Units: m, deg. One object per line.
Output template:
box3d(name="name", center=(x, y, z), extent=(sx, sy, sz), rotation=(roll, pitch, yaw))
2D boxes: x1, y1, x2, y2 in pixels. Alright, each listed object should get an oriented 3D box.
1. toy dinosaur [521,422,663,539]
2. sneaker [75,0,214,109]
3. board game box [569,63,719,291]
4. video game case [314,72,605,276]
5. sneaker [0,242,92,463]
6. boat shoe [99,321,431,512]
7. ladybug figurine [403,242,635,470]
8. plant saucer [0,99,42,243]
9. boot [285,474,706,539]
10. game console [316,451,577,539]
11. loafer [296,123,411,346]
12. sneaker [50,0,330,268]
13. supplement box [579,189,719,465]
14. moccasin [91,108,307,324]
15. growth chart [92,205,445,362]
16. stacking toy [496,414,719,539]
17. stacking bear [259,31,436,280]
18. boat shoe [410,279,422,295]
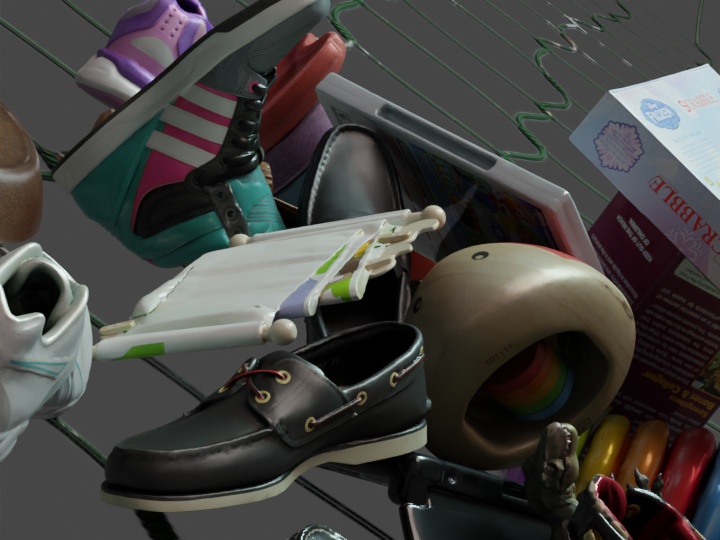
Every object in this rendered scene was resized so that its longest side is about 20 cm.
box3d(name="toy dinosaur", center=(0.144, 0.158, 1.252), extent=(0.088, 0.047, 0.201), rotation=(-34, 101, -38))
box3d(name="sneaker", center=(-0.129, -0.135, 1.553), extent=(0.080, 0.089, 0.200), rotation=(30, 0, -5))
box3d(name="board game box", center=(0.236, -0.034, 1.438), extent=(0.200, 0.041, 0.200), rotation=(47, 24, 12))
box3d(name="video game case", center=(0.066, -0.032, 1.418), extent=(0.199, 0.018, 0.144), rotation=(30, -22, 40))
box3d(name="sneaker", center=(-0.149, 0.026, 1.095), extent=(0.070, 0.080, 0.200), rotation=(34, 14, -4))
box3d(name="boat shoe", center=(-0.044, 0.068, 1.137), extent=(0.073, 0.064, 0.201), rotation=(12, 19, 42))
box3d(name="ladybug figurine", center=(0.081, 0.043, 1.321), extent=(0.072, 0.135, 0.200), rotation=(53, 1, 29))
box3d(name="plant saucer", center=(-0.249, -0.090, 1.302), extent=(0.200, 0.035, 0.200), rotation=(33, 16, -11))
box3d(name="boot", center=(0.069, 0.149, 1.067), extent=(0.200, 0.151, 0.073), rotation=(42, 26, 11))
box3d(name="game console", center=(0.054, 0.163, 1.261), extent=(0.175, 0.117, 0.199), rotation=(10, -8, 42))
box3d(name="loafer", center=(0.000, 0.000, 1.349), extent=(0.068, 0.071, 0.202), rotation=(6, 59, -9))
box3d(name="sneaker", center=(-0.069, -0.068, 1.363), extent=(0.121, 0.200, 0.084), rotation=(51, 23, -3))
box3d(name="supplement box", center=(0.171, 0.046, 1.514), extent=(0.110, 0.200, 0.086), rotation=(25, 21, -34))
box3d(name="moccasin", center=(-0.072, -0.040, 1.461), extent=(0.201, 0.078, 0.074), rotation=(34, 15, -12))
box3d(name="growth chart", center=(-0.045, 0.005, 1.240), extent=(0.200, 0.144, 0.018), rotation=(-39, 120, -59))
box3d(name="stacking toy", center=(0.122, 0.117, 1.434), extent=(0.199, 0.110, 0.116), rotation=(24, 16, 8))
box3d(name="stacking bear", center=(0.004, -0.048, 1.606), extent=(0.200, 0.114, 0.121), rotation=(44, -6, -13))
box3d(name="boat shoe", center=(0.037, 0.038, 1.450), extent=(0.200, 0.063, 0.074), rotation=(-13, 86, -68))
